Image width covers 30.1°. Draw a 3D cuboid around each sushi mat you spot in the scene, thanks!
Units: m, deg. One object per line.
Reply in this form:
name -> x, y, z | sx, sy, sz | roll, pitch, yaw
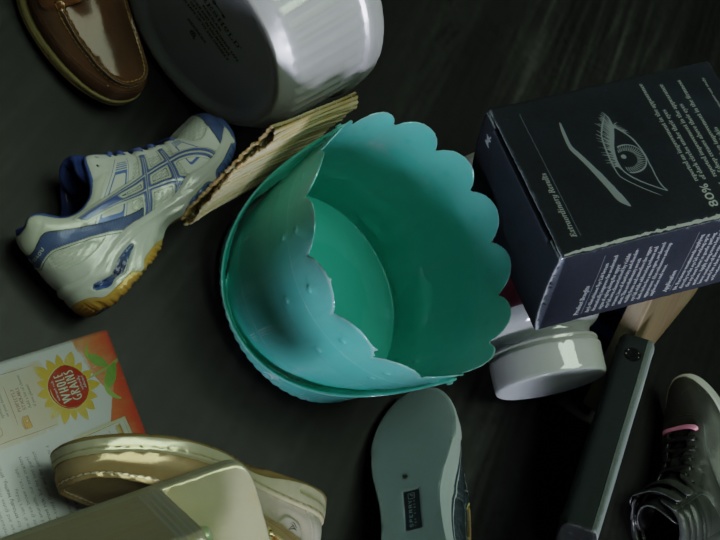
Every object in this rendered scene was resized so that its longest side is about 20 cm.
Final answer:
sushi mat -> -0.062, -0.085, 0.980 | 0.012, 0.096, 0.200 | 49, 22, 0

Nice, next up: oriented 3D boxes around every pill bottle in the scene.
pill bottle -> 0.140, 0.002, 1.147 | 0.114, 0.114, 0.201 | 2, 68, -40

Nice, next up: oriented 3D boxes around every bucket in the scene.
bucket -> 0.000, 0.000, 1.010 | 0.206, 0.135, 0.208 | 18, 60, -35

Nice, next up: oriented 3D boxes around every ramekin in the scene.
ramekin -> -0.088, -0.199, 0.999 | 0.094, 0.202, 0.203 | -42, 99, -30

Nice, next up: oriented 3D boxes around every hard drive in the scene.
hard drive -> 0.196, 0.171, 1.111 | 0.033, 0.140, 0.200 | 17, 49, 13

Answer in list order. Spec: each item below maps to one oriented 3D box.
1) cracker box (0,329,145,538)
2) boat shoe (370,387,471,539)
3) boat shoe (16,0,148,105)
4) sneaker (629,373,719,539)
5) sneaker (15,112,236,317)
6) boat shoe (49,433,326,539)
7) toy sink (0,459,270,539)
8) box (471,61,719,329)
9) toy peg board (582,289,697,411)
cracker box -> -0.224, 0.129, 0.815 | 0.199, 0.058, 0.135 | -17, 85, -45
boat shoe -> 0.053, 0.190, 1.026 | 0.201, 0.070, 0.091 | -85, 157, -45
boat shoe -> -0.213, -0.217, 0.980 | 0.072, 0.067, 0.201 | -28, 90, -44
sneaker -> 0.291, 0.186, 1.220 | 0.099, 0.071, 0.201 | 16, 64, -40
sneaker -> -0.162, -0.062, 0.947 | 0.088, 0.075, 0.200 | 45, 47, -15
boat shoe -> -0.100, 0.153, 0.825 | 0.199, 0.074, 0.070 | 22, 55, -35
toy sink -> -0.123, 0.202, 0.723 | 0.199, 0.112, 0.131 | -16, 100, -21
box -> 0.204, -0.060, 1.046 | 0.199, 0.105, 0.149 | -13, 59, -13
toy peg board -> 0.251, -0.012, 1.216 | 0.098, 0.201, 0.199 | 34, 52, 18
